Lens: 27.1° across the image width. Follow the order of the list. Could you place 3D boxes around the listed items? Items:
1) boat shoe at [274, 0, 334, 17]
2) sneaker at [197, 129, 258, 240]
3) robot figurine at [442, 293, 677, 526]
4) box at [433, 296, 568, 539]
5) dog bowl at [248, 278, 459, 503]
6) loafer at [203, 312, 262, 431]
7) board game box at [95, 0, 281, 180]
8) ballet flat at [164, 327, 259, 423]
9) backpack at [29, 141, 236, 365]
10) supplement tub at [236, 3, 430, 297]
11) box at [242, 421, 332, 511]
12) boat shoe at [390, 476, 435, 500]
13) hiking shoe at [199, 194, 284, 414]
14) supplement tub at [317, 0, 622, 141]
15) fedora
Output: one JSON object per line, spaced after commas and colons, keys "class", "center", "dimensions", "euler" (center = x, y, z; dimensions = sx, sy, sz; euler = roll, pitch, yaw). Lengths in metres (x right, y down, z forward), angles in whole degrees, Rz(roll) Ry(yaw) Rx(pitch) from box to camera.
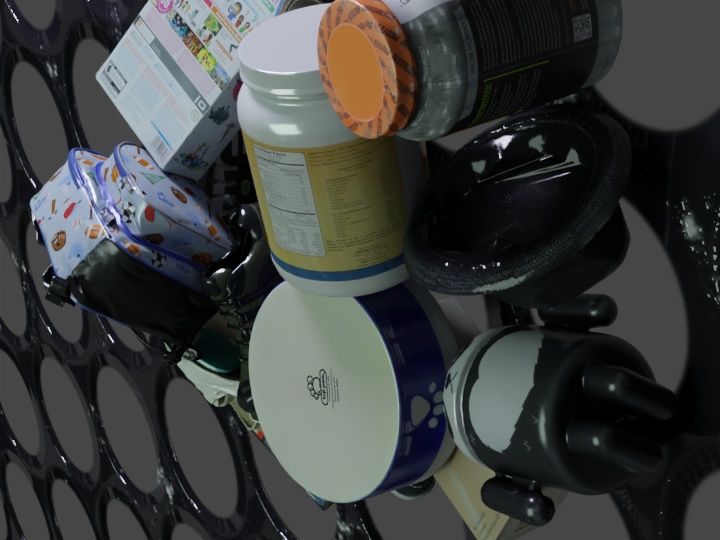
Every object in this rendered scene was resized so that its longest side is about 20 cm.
{"class": "boat shoe", "center": [-0.048, -0.152, 1.332], "dimensions": [0.072, 0.071, 0.202], "euler": [-86, -2, -70]}
{"class": "sneaker", "center": [-0.141, -0.087, 1.529], "dimensions": [0.115, 0.075, 0.202], "euler": [38, 128, 50]}
{"class": "robot figurine", "center": [0.149, 0.105, 1.158], "dimensions": [0.199, 0.150, 0.126], "euler": [5, 124, 57]}
{"class": "box", "center": [0.096, 0.133, 1.309], "dimensions": [0.201, 0.077, 0.095], "euler": [53, 146, 27]}
{"class": "dog bowl", "center": [-0.007, 0.094, 1.285], "dimensions": [0.199, 0.078, 0.203], "euler": [13, 108, 45]}
{"class": "loafer", "center": [-0.148, 0.088, 1.556], "dimensions": [0.201, 0.068, 0.076], "euler": [58, 148, 22]}
{"class": "board game box", "center": [-0.148, -0.211, 1.425], "dimensions": [0.200, 0.064, 0.148], "euler": [-50, 59, 19]}
{"class": "ballet flat", "center": [-0.115, 0.114, 1.474], "dimensions": [0.198, 0.069, 0.070], "euler": [20, 128, 22]}
{"class": "backpack", "center": [-0.224, -0.035, 1.428], "dimensions": [0.191, 0.154, 0.200], "euler": [45, -174, 40]}
{"class": "supplement tub", "center": [-0.019, -0.096, 1.197], "dimensions": [0.144, 0.144, 0.202], "euler": [31, 141, 47]}
{"class": "box", "center": [-0.043, 0.156, 1.559], "dimensions": [0.137, 0.040, 0.200], "euler": [47, 145, 10]}
{"class": "boat shoe", "center": [0.019, 0.123, 1.436], "dimensions": [0.201, 0.075, 0.060], "euler": [59, 154, 17]}
{"class": "hiking shoe", "center": [-0.108, 0.031, 1.390], "dimensions": [0.076, 0.100, 0.202], "euler": [-171, 90, -66]}
{"class": "supplement tub", "center": [0.076, -0.164, 1.046], "dimensions": [0.122, 0.199, 0.124], "euler": [34, 134, 44]}
{"class": "fedora", "center": [0.131, -0.033, 1.119], "dimensions": [0.092, 0.201, 0.200], "euler": [46, 164, -33]}
